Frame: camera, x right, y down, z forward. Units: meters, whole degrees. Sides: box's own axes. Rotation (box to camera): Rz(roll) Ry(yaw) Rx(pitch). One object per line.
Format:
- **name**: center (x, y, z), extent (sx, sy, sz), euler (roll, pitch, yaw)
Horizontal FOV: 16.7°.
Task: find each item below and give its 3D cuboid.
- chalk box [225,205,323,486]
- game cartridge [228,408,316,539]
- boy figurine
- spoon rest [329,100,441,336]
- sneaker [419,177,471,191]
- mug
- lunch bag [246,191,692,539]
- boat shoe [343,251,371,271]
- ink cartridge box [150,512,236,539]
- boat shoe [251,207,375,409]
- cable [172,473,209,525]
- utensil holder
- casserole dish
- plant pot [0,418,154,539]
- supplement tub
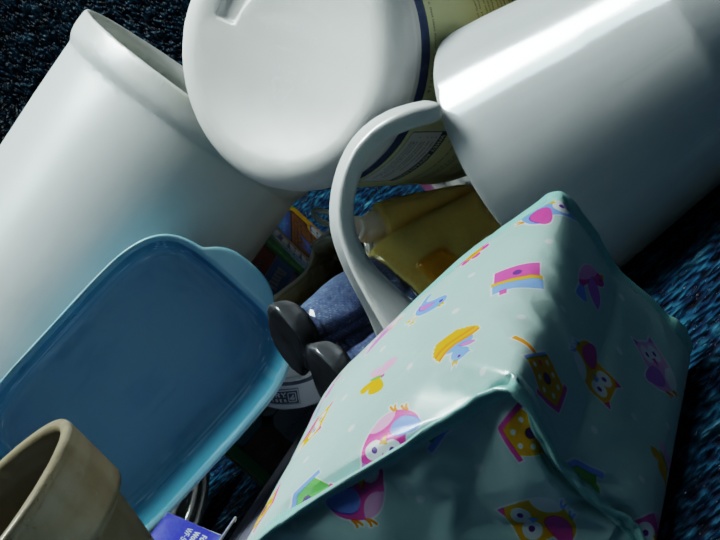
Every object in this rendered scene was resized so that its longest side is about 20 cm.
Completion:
- **chalk box**: center (-0.064, 0.042, 1.569), extent (0.125, 0.124, 0.200), euler (-46, 11, 9)
- **game cartridge**: center (-0.029, 0.135, 1.353), extent (0.129, 0.038, 0.200), euler (-27, 23, 53)
- **boy figurine**: center (0.051, 0.001, 1.325), extent (0.200, 0.124, 0.065), euler (-34, -28, -16)
- **spoon rest**: center (0.021, 0.019, 1.219), extent (0.060, 0.201, 0.099), euler (-7, 5, -7)
- **sneaker**: center (0.093, -0.103, 1.561), extent (0.088, 0.081, 0.200), euler (-39, -4, -20)
- **mug**: center (0.143, -0.104, 1.243), extent (0.153, 0.149, 0.187), euler (-33, 23, 28)
- **lunch bag**: center (0.032, 0.089, 1.044), extent (0.200, 0.122, 0.171), euler (-36, 16, 27)
- **boat shoe**: center (0.072, -0.034, 1.419), extent (0.201, 0.063, 0.073), euler (-42, 6, -28)
- **ink cartridge box**: center (-0.132, 0.203, 1.372), extent (0.100, 0.039, 0.200), euler (-54, -2, -37)
- **boat shoe**: center (-0.004, 0.000, 1.461), extent (0.074, 0.087, 0.202), euler (5, 27, 37)
- **cable**: center (-0.191, 0.125, 1.573), extent (0.069, 0.200, 0.200), euler (-26, 22, 50)
- **utensil holder**: center (-0.149, -0.024, 1.448), extent (0.200, 0.170, 0.170), euler (-55, 10, 5)
- **casserole dish**: center (-0.128, 0.067, 1.368), extent (0.200, 0.121, 0.039), euler (-47, 11, 5)
- **plant pot**: center (-0.146, 0.204, 1.190), extent (0.200, 0.173, 0.200), euler (-45, 11, 11)
- **supplement tub**: center (0.012, -0.119, 1.348), extent (0.145, 0.145, 0.200), euler (-42, -19, 27)
